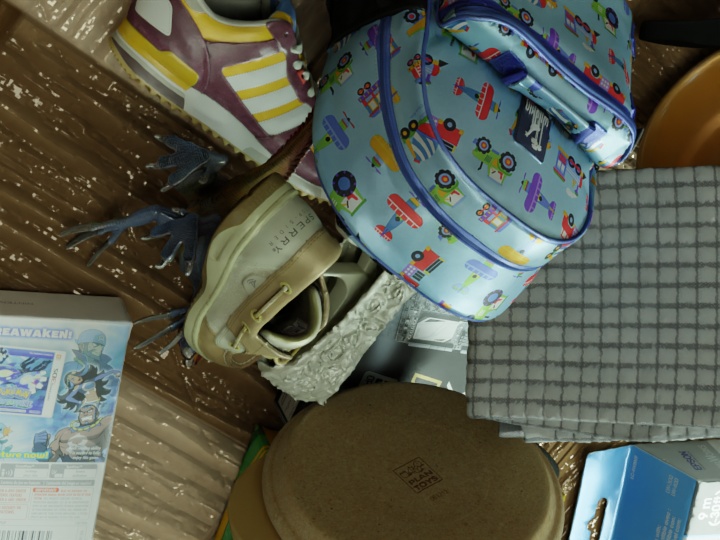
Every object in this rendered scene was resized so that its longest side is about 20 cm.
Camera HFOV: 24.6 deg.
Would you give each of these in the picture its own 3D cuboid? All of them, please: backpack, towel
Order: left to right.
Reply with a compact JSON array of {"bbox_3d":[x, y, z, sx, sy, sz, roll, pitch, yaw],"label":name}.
[{"bbox_3d":[0.064,-0.084,0.914,0.134,0.200,0.183,-27,128,37],"label":"backpack"},{"bbox_3d":[0.166,0.023,1.017,0.086,0.200,0.166,8,81,-60],"label":"towel"}]

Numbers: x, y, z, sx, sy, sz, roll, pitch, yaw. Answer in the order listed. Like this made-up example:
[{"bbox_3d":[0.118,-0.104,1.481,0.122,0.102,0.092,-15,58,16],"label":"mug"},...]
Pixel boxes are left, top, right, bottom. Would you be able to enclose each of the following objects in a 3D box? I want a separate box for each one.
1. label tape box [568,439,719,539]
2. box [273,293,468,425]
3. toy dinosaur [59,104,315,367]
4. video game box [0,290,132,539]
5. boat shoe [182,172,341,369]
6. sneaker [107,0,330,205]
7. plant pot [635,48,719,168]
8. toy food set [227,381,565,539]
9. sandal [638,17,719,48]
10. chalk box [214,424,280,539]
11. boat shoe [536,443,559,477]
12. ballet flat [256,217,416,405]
[{"bbox_3d":[0.266,0.208,1.294,0.200,0.066,0.143,-2,116,-21],"label":"label tape box"},{"bbox_3d":[0.053,0.039,1.140,0.158,0.050,0.200,20,106,-26],"label":"box"},{"bbox_3d":[-0.086,-0.005,1.011,0.200,0.105,0.182,-15,160,7],"label":"toy dinosaur"},{"bbox_3d":[-0.260,0.099,1.060,0.200,0.047,0.182,4,115,-22],"label":"video game box"},{"bbox_3d":[-0.053,0.019,0.946,0.066,0.200,0.074,42,69,10],"label":"boat shoe"},{"bbox_3d":[-0.051,-0.116,1.011,0.200,0.075,0.090,30,107,-30],"label":"sneaker"},{"bbox_3d":[0.311,-0.034,1.129,0.200,0.200,0.183,-38,138,1],"label":"plant pot"},{"bbox_3d":[0.033,0.146,1.042,0.200,0.198,0.049,-39,148,-44],"label":"toy food set"},{"bbox_3d":[0.274,-0.139,1.060,0.075,0.200,0.045,3,91,-55],"label":"sandal"},{"bbox_3d":[-0.036,0.230,1.160,0.124,0.125,0.200,12,109,-25],"label":"chalk box"},{"bbox_3d":[0.072,0.205,1.221,0.057,0.069,0.200,35,98,-31],"label":"boat shoe"},{"bbox_3d":[0.000,0.000,1.034,0.072,0.072,0.200,26,106,-28],"label":"ballet flat"}]
